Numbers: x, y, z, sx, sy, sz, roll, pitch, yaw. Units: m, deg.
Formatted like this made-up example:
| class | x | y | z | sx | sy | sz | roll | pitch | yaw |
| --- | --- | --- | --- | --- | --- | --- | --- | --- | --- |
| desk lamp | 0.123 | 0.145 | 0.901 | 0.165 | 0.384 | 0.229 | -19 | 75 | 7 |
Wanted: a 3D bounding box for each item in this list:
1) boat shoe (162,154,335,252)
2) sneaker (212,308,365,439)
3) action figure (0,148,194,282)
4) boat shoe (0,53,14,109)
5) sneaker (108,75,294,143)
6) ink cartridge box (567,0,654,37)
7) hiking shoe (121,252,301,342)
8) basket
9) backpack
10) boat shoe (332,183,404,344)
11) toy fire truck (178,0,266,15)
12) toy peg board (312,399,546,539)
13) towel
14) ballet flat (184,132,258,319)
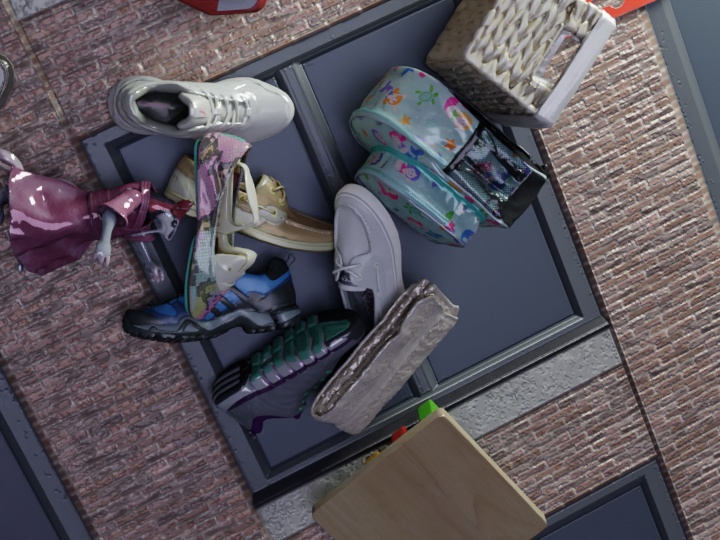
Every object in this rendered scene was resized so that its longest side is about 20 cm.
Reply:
| class | x | y | z | sx | sy | sz | roll | pitch | yaw |
| --- | --- | --- | --- | --- | --- | --- | --- | --- | --- |
| boat shoe | -0.114 | -0.073 | 1.377 | 0.200 | 0.074 | 0.067 | 16 | 102 | -17 |
| sneaker | -0.067 | 0.117 | 1.418 | 0.200 | 0.074 | 0.088 | -29 | 119 | 18 |
| action figure | -0.275 | -0.060 | 1.327 | 0.200 | 0.134 | 0.149 | -12 | 77 | -2 |
| boat shoe | -0.436 | -0.149 | 1.286 | 0.200 | 0.057 | 0.067 | -40 | 107 | -4 |
| sneaker | -0.165 | -0.166 | 1.331 | 0.200 | 0.099 | 0.078 | -2 | 101 | -14 |
| ink cartridge box | 0.275 | -0.387 | 1.431 | 0.162 | 0.050 | 0.200 | -24 | 102 | -9 |
| hiking shoe | -0.168 | 0.033 | 1.394 | 0.200 | 0.074 | 0.087 | -6 | 85 | -17 |
| basket | 0.164 | -0.242 | 1.356 | 0.123 | 0.200 | 0.136 | 32 | 91 | -12 |
| backpack | 0.079 | -0.124 | 1.365 | 0.151 | 0.178 | 0.200 | -46 | 104 | -8 |
| boat shoe | 0.000 | 0.000 | 1.395 | 0.069 | 0.072 | 0.200 | -47 | 142 | -38 |
| toy fire truck | -0.165 | -0.367 | 1.301 | 0.168 | 0.112 | 0.200 | -1 | 101 | 10 |
| toy peg board | 0.079 | 0.273 | 1.498 | 0.199 | 0.098 | 0.200 | -39 | 108 | 12 |
| towel | 0.032 | 0.103 | 1.429 | 0.034 | 0.133 | 0.200 | 40 | 90 | 25 |
| ballet flat | -0.143 | -0.043 | 1.311 | 0.071 | 0.069 | 0.200 | 7 | 99 | 12 |
